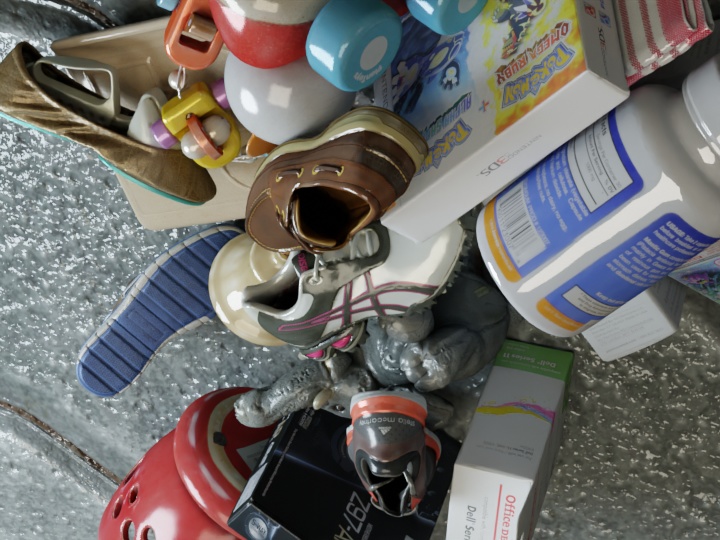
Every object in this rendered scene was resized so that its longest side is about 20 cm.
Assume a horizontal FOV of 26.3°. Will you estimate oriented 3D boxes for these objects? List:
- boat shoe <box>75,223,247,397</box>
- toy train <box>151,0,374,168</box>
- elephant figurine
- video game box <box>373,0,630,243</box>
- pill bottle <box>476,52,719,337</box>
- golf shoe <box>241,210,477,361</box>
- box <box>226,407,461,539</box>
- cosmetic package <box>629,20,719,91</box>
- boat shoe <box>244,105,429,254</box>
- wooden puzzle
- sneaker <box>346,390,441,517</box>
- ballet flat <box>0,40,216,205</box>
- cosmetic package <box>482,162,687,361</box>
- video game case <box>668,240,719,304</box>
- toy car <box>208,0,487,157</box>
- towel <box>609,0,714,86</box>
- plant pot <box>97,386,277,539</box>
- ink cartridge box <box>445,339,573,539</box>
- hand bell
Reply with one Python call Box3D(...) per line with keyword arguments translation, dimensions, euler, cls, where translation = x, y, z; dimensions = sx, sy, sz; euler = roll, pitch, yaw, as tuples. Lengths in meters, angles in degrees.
Box3D(translation=(-0.174, 0.022, 1.352), dimensions=(0.200, 0.072, 0.072), euler=(-40, 109, 12), cls="boat shoe")
Box3D(translation=(-0.075, -0.130, 1.153), dimensions=(0.199, 0.056, 0.151), euler=(24, 114, -22), cls="toy train")
Box3D(translation=(0.019, 0.073, 1.276), dimensions=(0.155, 0.142, 0.200), euler=(37, 130, -4), cls="elephant figurine")
Box3D(translation=(0.087, -0.143, 1.053), dimensions=(0.047, 0.183, 0.200), euler=(22, 138, -34), cls="video game box")
Box3D(translation=(0.182, -0.051, 1.011), dimensions=(0.112, 0.112, 0.200), euler=(44, 122, -14), cls="pill bottle")
Box3D(translation=(0.000, 0.000, 1.139), dimensions=(0.088, 0.077, 0.200), euler=(24, 131, -38), cls="golf shoe")
Box3D(translation=(-0.009, 0.185, 1.332), dimensions=(0.160, 0.200, 0.044), euler=(37, 131, -8), cls="box")
Box3D(translation=(0.290, -0.122, 1.049), dimensions=(0.199, 0.074, 0.102), euler=(-10, 123, 26), cls="cosmetic package")
Box3D(translation=(-0.031, -0.048, 1.050), dimensions=(0.072, 0.068, 0.200), euler=(36, 151, -17), cls="boat shoe")
Box3D(translation=(-0.131, -0.125, 1.248), dimensions=(0.184, 0.046, 0.201), euler=(-6, 128, 26), cls="wooden puzzle")
Box3D(translation=(0.022, 0.161, 1.231), dimensions=(0.077, 0.082, 0.200), euler=(-2, 156, 8), cls="sneaker")
Box3D(translation=(-0.196, -0.122, 1.210), dimensions=(0.199, 0.068, 0.073), euler=(27, 116, 2), cls="ballet flat")
Box3D(translation=(0.164, -0.041, 1.154), dimensions=(0.074, 0.102, 0.200), euler=(-28, 111, 34), cls="cosmetic package")
Box3D(translation=(0.308, -0.025, 1.088), dimensions=(0.182, 0.024, 0.199), euler=(24, 148, -39), cls="video game case")
Box3D(translation=(-0.032, -0.162, 1.077), dimensions=(0.184, 0.177, 0.201), euler=(39, 143, 25), cls="toy car")
Box3D(translation=(0.150, -0.161, 1.043), dimensions=(0.030, 0.147, 0.200), euler=(26, 137, -32), cls="towel")
Box3D(translation=(-0.118, 0.217, 1.410), dimensions=(0.200, 0.201, 0.183), euler=(31, 123, -3), cls="plant pot")
Box3D(translation=(0.118, 0.165, 1.265), dimensions=(0.067, 0.200, 0.118), euler=(12, 129, 13), cls="ink cartridge box")
Box3D(translation=(-0.052, -0.021, 1.207), dimensions=(0.104, 0.104, 0.200), euler=(30, 154, -2), cls="hand bell")
